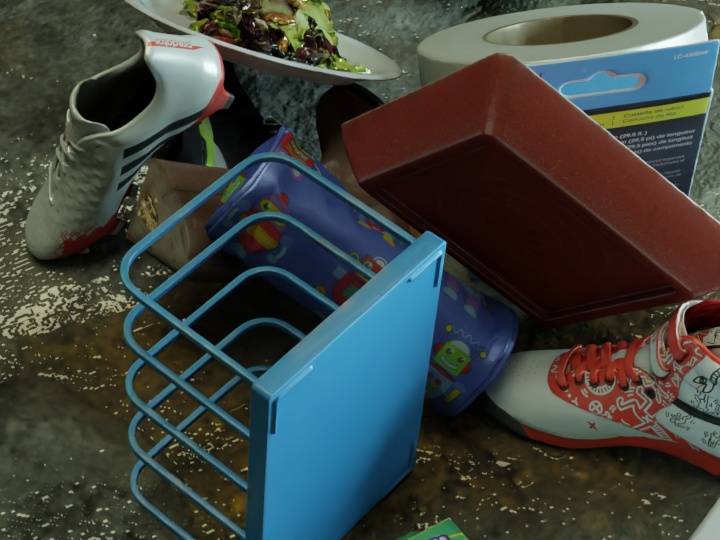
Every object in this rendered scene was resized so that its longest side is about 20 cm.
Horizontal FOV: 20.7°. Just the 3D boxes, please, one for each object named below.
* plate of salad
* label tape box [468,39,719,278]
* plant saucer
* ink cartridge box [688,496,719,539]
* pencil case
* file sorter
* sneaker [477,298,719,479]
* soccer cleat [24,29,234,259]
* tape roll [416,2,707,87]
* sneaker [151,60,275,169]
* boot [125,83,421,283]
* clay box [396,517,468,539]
[{"bbox_3d":[-0.064,-0.171,1.336,0.198,0.048,0.200,17,15,-4],"label":"plate of salad"},{"bbox_3d":[0.134,-0.085,1.217,0.142,0.201,0.067,-9,53,-6],"label":"label tape box"},{"bbox_3d":[0.099,-0.032,1.132,0.199,0.200,0.037,36,67,-18],"label":"plant saucer"},{"bbox_3d":[0.213,0.223,0.944,0.199,0.085,0.145,35,54,14],"label":"ink cartridge box"},{"bbox_3d":[0.000,0.000,1.165,0.199,0.078,0.087,38,12,-10],"label":"pencil case"},{"bbox_3d":[-0.050,0.058,1.074,0.122,0.201,0.139,34,55,23],"label":"file sorter"},{"bbox_3d":[0.165,0.056,1.139,0.200,0.109,0.067,14,46,18],"label":"sneaker"},{"bbox_3d":[-0.166,-0.081,1.258,0.085,0.200,0.069,14,44,-48],"label":"soccer cleat"},{"bbox_3d":[0.138,-0.147,1.342,0.201,0.037,0.203,-7,16,2],"label":"tape roll"},{"bbox_3d":[-0.098,-0.092,1.359,0.082,0.072,0.201,21,38,-19],"label":"sneaker"},{"bbox_3d":[-0.064,-0.061,1.260,0.198,0.065,0.187,0,42,-28],"label":"boot"},{"bbox_3d":[0.040,0.213,1.027,0.114,0.048,0.200,-24,49,-22],"label":"clay box"}]
